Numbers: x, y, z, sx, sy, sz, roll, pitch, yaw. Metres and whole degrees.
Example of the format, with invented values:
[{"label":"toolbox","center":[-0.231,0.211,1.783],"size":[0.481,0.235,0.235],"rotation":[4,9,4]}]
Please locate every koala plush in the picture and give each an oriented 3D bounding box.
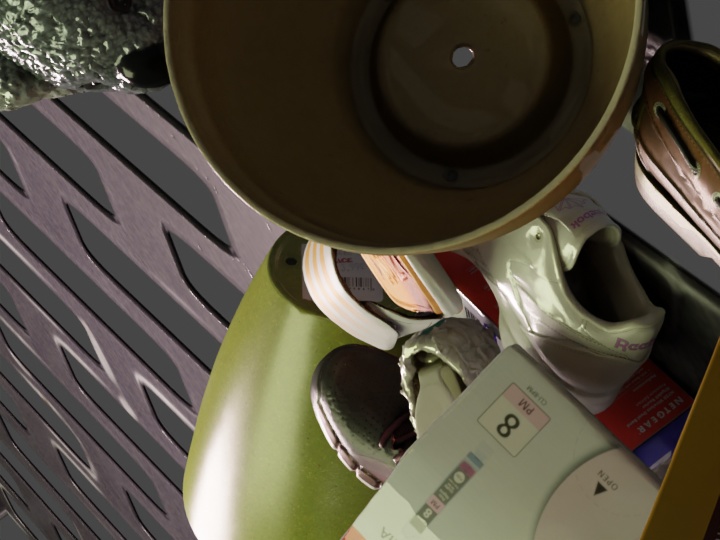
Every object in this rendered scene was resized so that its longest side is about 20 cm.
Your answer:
[{"label":"koala plush","center":[-0.099,-0.139,1.137],"size":[0.178,0.198,0.185],"rotation":[106,147,-44]}]

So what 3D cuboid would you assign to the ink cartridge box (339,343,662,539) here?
[{"label":"ink cartridge box","center":[0.064,0.163,1.103],"size":[0.162,0.200,0.057],"rotation":[43,174,13]}]

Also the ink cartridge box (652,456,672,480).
[{"label":"ink cartridge box","center":[0.178,0.192,1.185],"size":[0.067,0.116,0.201],"rotation":[36,154,46]}]

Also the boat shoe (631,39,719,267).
[{"label":"boat shoe","center":[0.176,-0.018,0.887],"size":[0.200,0.072,0.068],"rotation":[38,152,35]}]

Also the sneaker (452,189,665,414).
[{"label":"sneaker","center":[0.083,-0.029,1.153],"size":[0.201,0.075,0.100],"rotation":[53,143,11]}]

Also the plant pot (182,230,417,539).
[{"label":"plant pot","center":[-0.015,0.071,1.427],"size":[0.187,0.186,0.201],"rotation":[44,145,33]}]

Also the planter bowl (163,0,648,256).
[{"label":"planter bowl","center":[0.033,-0.100,0.972],"size":[0.201,0.200,0.135],"rotation":[51,-170,15]}]

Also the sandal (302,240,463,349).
[{"label":"sandal","center":[0.005,0.007,1.191],"size":[0.079,0.059,0.207],"rotation":[54,175,2]}]

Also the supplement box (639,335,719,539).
[{"label":"supplement box","center":[0.209,0.128,0.835],"size":[0.198,0.133,0.198],"rotation":[18,150,15]}]

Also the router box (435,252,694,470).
[{"label":"router box","center":[0.110,0.085,1.285],"size":[0.179,0.049,0.201],"rotation":[45,159,32]}]

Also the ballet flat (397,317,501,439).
[{"label":"ballet flat","center":[0.058,0.122,1.191],"size":[0.072,0.071,0.202],"rotation":[134,120,-72]}]

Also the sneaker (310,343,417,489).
[{"label":"sneaker","center":[0.063,0.106,1.269],"size":[0.200,0.076,0.116],"rotation":[45,157,0]}]
